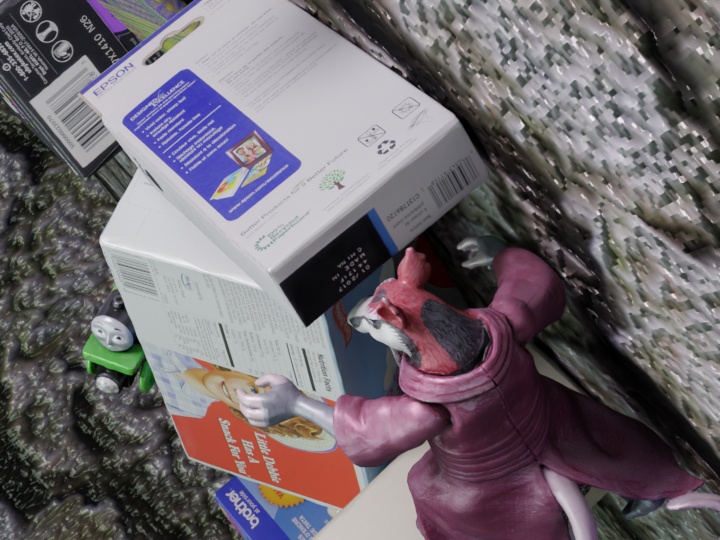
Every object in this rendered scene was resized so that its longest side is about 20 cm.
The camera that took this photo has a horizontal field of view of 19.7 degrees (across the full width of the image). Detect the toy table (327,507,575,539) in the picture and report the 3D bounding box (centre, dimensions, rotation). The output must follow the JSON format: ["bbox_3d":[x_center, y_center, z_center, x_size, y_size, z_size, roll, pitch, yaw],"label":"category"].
[{"bbox_3d":[0.073,0.189,1.409,0.184,0.117,0.200,50,172,-9],"label":"toy table"}]

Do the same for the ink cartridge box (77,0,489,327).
[{"bbox_3d":[-0.038,-0.058,0.878,0.200,0.099,0.039,42,169,51],"label":"ink cartridge box"}]

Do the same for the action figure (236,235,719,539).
[{"bbox_3d":[0.050,0.067,0.853,0.149,0.134,0.200,43,173,38],"label":"action figure"}]

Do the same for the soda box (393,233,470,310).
[{"bbox_3d":[0.000,0.000,1.065,0.063,0.068,0.200,40,167,49],"label":"soda box"}]

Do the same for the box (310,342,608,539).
[{"bbox_3d":[0.035,0.132,1.002,0.068,0.200,0.082,43,172,24],"label":"box"}]

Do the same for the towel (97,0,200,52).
[{"bbox_3d":[-0.150,-0.176,1.092,0.200,0.023,0.143,41,173,-31],"label":"towel"}]

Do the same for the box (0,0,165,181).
[{"bbox_3d":[-0.194,-0.154,1.305,0.123,0.106,0.200,54,172,-27],"label":"box"}]

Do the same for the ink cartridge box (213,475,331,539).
[{"bbox_3d":[-0.024,0.198,1.702,0.136,0.200,0.076,45,172,29],"label":"ink cartridge box"}]

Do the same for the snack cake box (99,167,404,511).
[{"bbox_3d":[-0.040,0.032,0.992,0.114,0.068,0.201,15,149,18],"label":"snack cake box"}]

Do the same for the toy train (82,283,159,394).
[{"bbox_3d":[-0.088,-0.022,1.062,0.041,0.201,0.057,18,141,11],"label":"toy train"}]
